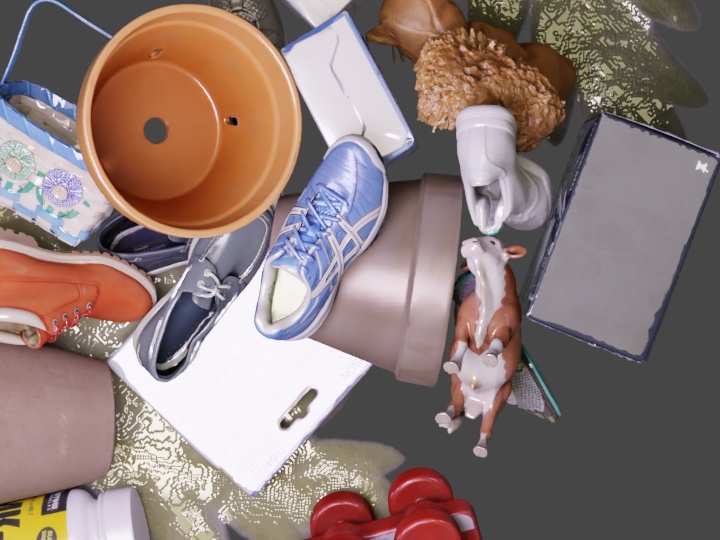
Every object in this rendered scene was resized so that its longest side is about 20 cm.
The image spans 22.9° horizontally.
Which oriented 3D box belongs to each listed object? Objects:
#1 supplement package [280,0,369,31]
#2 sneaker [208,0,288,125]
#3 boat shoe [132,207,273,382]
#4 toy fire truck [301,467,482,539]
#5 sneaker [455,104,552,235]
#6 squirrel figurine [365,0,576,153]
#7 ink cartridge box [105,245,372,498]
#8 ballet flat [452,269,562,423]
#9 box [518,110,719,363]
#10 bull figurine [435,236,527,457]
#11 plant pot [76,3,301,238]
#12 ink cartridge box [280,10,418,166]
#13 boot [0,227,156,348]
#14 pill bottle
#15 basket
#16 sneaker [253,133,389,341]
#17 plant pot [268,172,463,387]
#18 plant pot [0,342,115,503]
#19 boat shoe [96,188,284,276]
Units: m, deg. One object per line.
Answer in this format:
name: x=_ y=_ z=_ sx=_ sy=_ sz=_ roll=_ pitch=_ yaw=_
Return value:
supplement package: x=-0.004 y=-0.330 z=1.700 sx=0.110 sy=0.114 sz=0.200 roll=45 pitch=92 yaw=1
sneaker: x=-0.102 y=-0.195 z=1.722 sx=0.074 sy=0.082 sz=0.202 roll=-13 pitch=92 yaw=1
boat shoe: x=-0.143 y=0.022 z=1.679 sx=0.073 sy=0.062 sz=0.201 roll=32 pitch=104 yaw=-28
toy fire truck: x=0.035 y=0.302 z=1.733 sx=0.198 sy=0.112 sz=0.169 roll=-17 pitch=110 yaw=2
sneaker: x=0.125 y=-0.066 z=1.605 sx=0.074 sy=0.200 sz=0.089 roll=-5 pitch=66 yaw=19
squirrel figurine: x=0.100 y=-0.195 z=1.659 sx=0.141 sy=0.200 sz=0.187 roll=-44 pitch=103 yaw=9
ink cartridge box: x=-0.114 y=0.085 z=1.752 sx=0.200 sy=0.041 sz=0.200 roll=43 pitch=91 yaw=0
ballet flat: x=0.133 y=0.077 z=1.707 sx=0.071 sy=0.072 sz=0.201 roll=-25 pitch=124 yaw=2
box: x=0.237 y=-0.032 z=1.665 sx=0.123 sy=0.197 sz=0.202 roll=20 pitch=92 yaw=0
bull figurine: x=0.109 y=0.067 z=1.593 sx=0.064 sy=0.122 sz=0.201 roll=10 pitch=132 yaw=15
plant pot: x=-0.167 y=-0.128 z=1.592 sx=0.198 sy=0.140 sz=0.203 roll=0 pitch=90 yaw=-22
ink cartridge box: x=-0.007 y=-0.158 z=1.663 sx=0.076 sy=0.200 sz=0.137 roll=-28 pitch=91 yaw=2
boot: x=-0.283 y=0.035 z=1.679 sx=0.198 sy=0.075 sz=0.108 roll=12 pitch=49 yaw=-29
pill bottle: x=-0.309 y=0.277 z=1.727 sx=0.198 sy=0.114 sz=0.116 roll=-12 pitch=92 yaw=1
basket: x=-0.270 y=-0.137 z=1.699 sx=0.175 sy=0.139 sz=0.201 roll=27 pitch=101 yaw=0
sneaker: x=-0.035 y=-0.023 z=1.547 sx=0.075 sy=0.077 sz=0.202 roll=25 pitch=104 yaw=14
plant pot: x=0.000 y=0.000 z=1.663 sx=0.171 sy=0.200 sz=0.202 roll=7 pitch=92 yaw=-1
plant pot: x=-0.327 y=0.141 z=1.699 sx=0.173 sy=0.200 sz=0.203 roll=1 pitch=92 yaw=-16
boat shoe: x=-0.167 y=-0.048 z=1.716 sx=0.198 sy=0.062 sz=0.075 roll=-20 pitch=60 yaw=15
